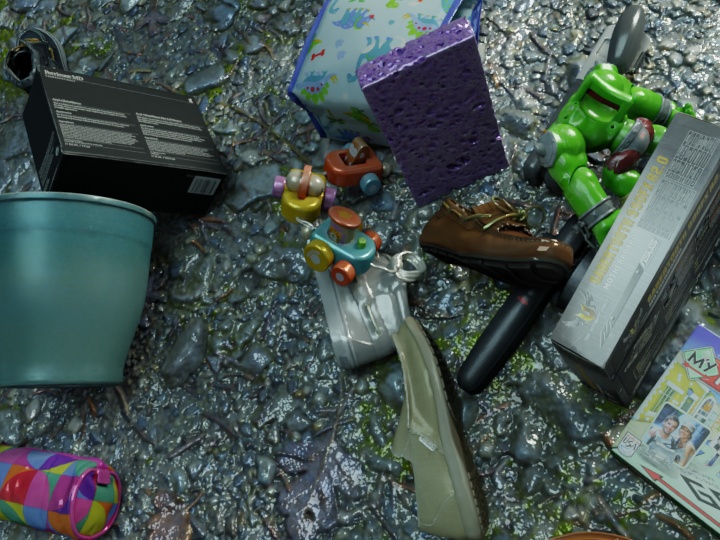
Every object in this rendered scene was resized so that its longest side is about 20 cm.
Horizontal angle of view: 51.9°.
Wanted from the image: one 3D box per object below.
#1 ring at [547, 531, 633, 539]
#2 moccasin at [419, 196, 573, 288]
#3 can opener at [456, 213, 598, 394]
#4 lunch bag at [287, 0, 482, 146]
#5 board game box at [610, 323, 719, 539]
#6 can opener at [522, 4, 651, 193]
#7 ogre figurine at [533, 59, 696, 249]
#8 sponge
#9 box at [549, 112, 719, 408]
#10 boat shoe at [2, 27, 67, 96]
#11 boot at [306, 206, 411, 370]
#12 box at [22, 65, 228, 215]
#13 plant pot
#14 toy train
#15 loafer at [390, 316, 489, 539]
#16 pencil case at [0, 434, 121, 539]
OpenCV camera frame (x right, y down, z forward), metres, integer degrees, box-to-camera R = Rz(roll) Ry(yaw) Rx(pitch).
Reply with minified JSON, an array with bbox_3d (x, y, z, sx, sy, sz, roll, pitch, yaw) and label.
[{"bbox_3d":[0.173,0.296,0.558,0.196,0.019,0.204,-21,42,20],"label":"ring"},{"bbox_3d":[0.126,-0.034,0.686,0.080,0.072,0.201,-66,20,1],"label":"moccasin"},{"bbox_3d":[0.157,0.033,0.692,0.200,0.063,0.078,-47,57,-3],"label":"can opener"},{"bbox_3d":[0.036,-0.247,0.828,0.166,0.127,0.205,12,75,26],"label":"lunch bag"},{"bbox_3d":[0.321,0.155,0.592,0.199,0.029,0.136,37,85,30],"label":"board game box"},{"bbox_3d":[0.230,-0.179,0.754,0.053,0.067,0.203,28,79,30],"label":"can opener"},{"bbox_3d":[0.233,-0.118,0.680,0.119,0.098,0.201,40,79,0],"label":"ogre figurine"},{"bbox_3d":[0.077,-0.145,0.724,0.109,0.201,0.030,-22,58,9],"label":"sponge"},{"bbox_3d":[0.237,0.002,0.607,0.048,0.158,0.203,28,86,33],"label":"box"},{"bbox_3d":[-0.480,-0.314,1.085,0.070,0.091,0.202,-37,59,2],"label":"boat shoe"},{"bbox_3d":[0.000,0.000,0.776,0.093,0.074,0.205,-16,64,0],"label":"boot"},{"bbox_3d":[-0.273,-0.146,0.863,0.079,0.196,0.143,-49,54,35],"label":"box"},{"bbox_3d":[-0.330,0.033,0.821,0.194,0.199,0.194,-5,79,19],"label":"plant pot"},{"bbox_3d":[-0.009,-0.074,0.758,0.146,0.057,0.203,-7,47,-21],"label":"toy train"},{"bbox_3d":[0.058,0.142,0.668,0.067,0.076,0.205,-19,70,11],"label":"loafer"},{"bbox_3d":[-0.355,0.231,0.800,0.194,0.089,0.091,6,69,22],"label":"pencil case"}]
